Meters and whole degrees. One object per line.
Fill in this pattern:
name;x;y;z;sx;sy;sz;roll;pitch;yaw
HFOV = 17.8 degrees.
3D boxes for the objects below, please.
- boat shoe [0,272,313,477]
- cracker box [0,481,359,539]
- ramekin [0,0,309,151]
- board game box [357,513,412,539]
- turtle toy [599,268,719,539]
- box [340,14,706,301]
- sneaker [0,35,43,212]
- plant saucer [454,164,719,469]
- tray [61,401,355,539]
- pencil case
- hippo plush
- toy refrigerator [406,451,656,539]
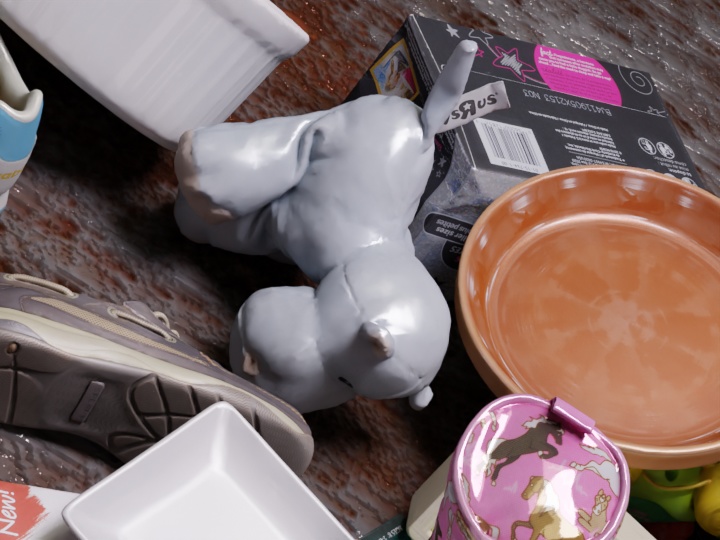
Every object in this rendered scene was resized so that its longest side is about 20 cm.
boat shoe;-0.111;0.049;1.140;0.199;0.075;0.074;24;37;-23
cracker box;-0.077;0.175;1.002;0.198;0.058;0.135;11;50;-19
ramekin;-0.133;-0.155;1.266;0.200;0.098;0.200;40;4;-3
board game box;0.004;0.206;1.108;0.135;0.028;0.199;48;35;13
turtle toy;0.184;0.098;1.325;0.199;0.101;0.147;25;48;-14
box;0.097;-0.055;1.412;0.199;0.115;0.133;9;46;-35
sneaker;-0.236;-0.124;1.211;0.200;0.081;0.076;49;37;15
plant saucer;0.148;0.026;1.268;0.198;0.032;0.202;6;49;-7
tray;-0.031;0.155;0.988;0.200;0.022;0.107;47;47;12
pencil case;0.062;0.135;1.040;0.082;0.201;0.087;-4;60;-13
hippo plush;0.000;0.000;1.242;0.159;0.198;0.162;41;36;-68
toy refrigerator;0.121;0.168;1.186;0.200;0.076;0.070;43;11;-5
